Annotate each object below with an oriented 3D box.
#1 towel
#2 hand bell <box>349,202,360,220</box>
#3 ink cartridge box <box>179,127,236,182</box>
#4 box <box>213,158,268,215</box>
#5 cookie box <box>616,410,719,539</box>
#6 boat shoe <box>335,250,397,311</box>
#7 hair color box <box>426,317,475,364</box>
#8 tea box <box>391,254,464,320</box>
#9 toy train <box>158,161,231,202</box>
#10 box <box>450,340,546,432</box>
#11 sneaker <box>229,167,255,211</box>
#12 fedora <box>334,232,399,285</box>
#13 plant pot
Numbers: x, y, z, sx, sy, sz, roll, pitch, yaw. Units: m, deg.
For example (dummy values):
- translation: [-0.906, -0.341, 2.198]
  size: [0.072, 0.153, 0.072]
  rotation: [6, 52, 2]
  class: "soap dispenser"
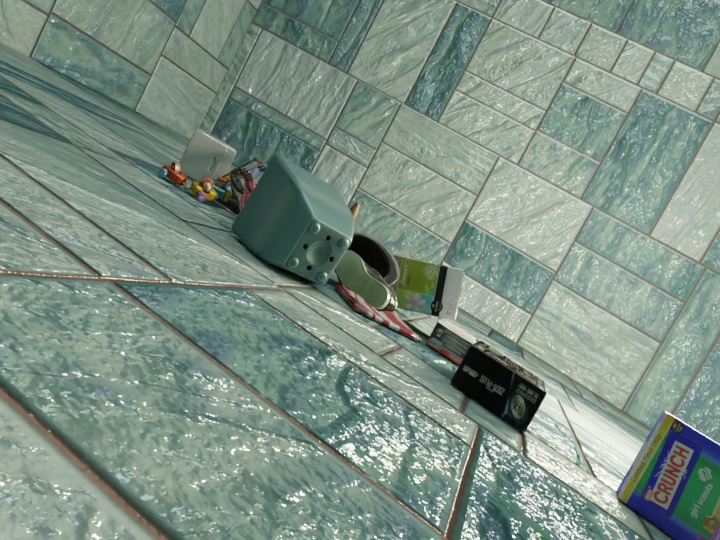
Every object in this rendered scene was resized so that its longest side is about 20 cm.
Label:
- translation: [0.041, 0.096, 1.308]
  size: [0.197, 0.023, 0.144]
  rotation: [29, 7, -28]
  class: "towel"
- translation: [-0.057, -0.112, 1.698]
  size: [0.102, 0.204, 0.104]
  rotation: [28, 6, -3]
  class: "hand bell"
- translation: [-0.490, -0.357, 1.803]
  size: [0.142, 0.148, 0.200]
  rotation: [28, 5, -20]
  class: "ink cartridge box"
- translation: [-0.324, -0.244, 1.631]
  size: [0.135, 0.041, 0.199]
  rotation: [33, 48, 20]
  class: "box"
- translation: [0.564, 0.368, 0.944]
  size: [0.197, 0.174, 0.075]
  rotation: [32, 3, 26]
  class: "cookie box"
- translation: [0.011, 0.027, 1.294]
  size: [0.060, 0.072, 0.201]
  rotation: [29, 13, -49]
  class: "boat shoe"
- translation: [0.231, 0.176, 1.417]
  size: [0.109, 0.065, 0.200]
  rotation: [31, 3, 11]
  class: "hair color box"
- translation: [0.163, 0.043, 1.529]
  size: [0.190, 0.138, 0.200]
  rotation: [11, 0, 0]
  class: "tea box"
- translation: [-0.419, -0.240, 1.473]
  size: [0.149, 0.057, 0.198]
  rotation: [38, 18, 20]
  class: "toy train"
- translation: [0.279, 0.223, 1.124]
  size: [0.161, 0.088, 0.199]
  rotation: [32, 5, 17]
  class: "box"
- translation: [-0.292, -0.180, 1.500]
  size: [0.078, 0.076, 0.204]
  rotation: [-11, 57, -22]
  class: "sneaker"
- translation: [0.000, 0.000, 1.420]
  size: [0.174, 0.092, 0.201]
  rotation: [-24, 59, -33]
  class: "fedora"
- translation: [-0.124, -0.085, 1.188]
  size: [0.193, 0.199, 0.200]
  rotation: [26, 15, -39]
  class: "plant pot"
